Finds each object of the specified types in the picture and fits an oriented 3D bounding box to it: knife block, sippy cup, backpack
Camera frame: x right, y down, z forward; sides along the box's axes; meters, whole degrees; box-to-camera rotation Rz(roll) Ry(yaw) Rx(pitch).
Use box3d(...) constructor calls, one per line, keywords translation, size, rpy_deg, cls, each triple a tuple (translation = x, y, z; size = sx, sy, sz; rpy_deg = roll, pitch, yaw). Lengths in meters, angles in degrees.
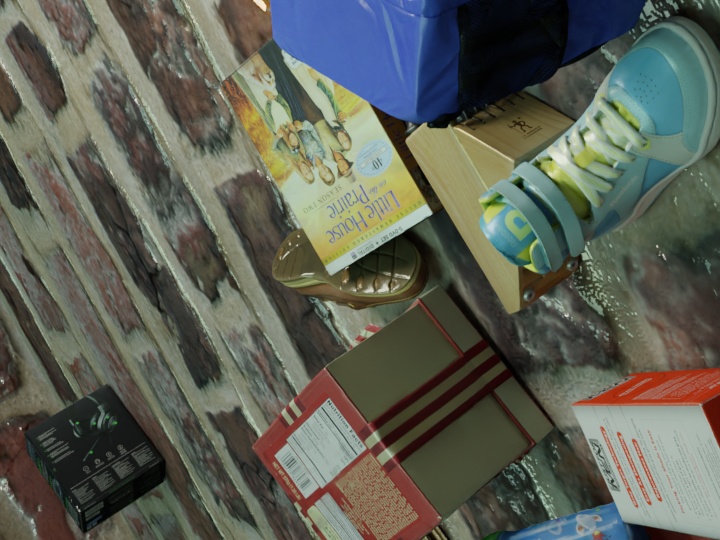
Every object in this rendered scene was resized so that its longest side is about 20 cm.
box3d(translation=(0.079, -0.091, 0.992), size=(0.175, 0.064, 0.201), rpy_deg=(37, 147, 41), cls="knife block")
box3d(translation=(0.179, 0.252, 1.066), size=(0.140, 0.130, 0.179), rpy_deg=(49, -157, -30), cls="sippy cup")
box3d(translation=(0.071, -0.189, 0.744), size=(0.162, 0.199, 0.169), rpy_deg=(41, 140, 38), cls="backpack")

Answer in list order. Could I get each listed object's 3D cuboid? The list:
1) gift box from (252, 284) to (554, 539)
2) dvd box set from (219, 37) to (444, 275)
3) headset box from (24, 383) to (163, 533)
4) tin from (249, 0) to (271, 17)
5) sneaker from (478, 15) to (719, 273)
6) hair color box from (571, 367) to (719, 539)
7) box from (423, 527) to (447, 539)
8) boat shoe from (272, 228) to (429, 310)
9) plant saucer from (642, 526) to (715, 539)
box3d(translation=(0.031, 0.141, 1.186), size=(0.185, 0.186, 0.200), rpy_deg=(54, 140, 5), cls="gift box")
box3d(translation=(-0.026, -0.111, 1.151), size=(0.146, 0.029, 0.201), rpy_deg=(-29, 91, 45), cls="dvd box set")
box3d(translation=(-0.470, 0.323, 2.342), size=(0.200, 0.173, 0.093), rpy_deg=(48, 152, 21), cls="headset box")
box3d(translation=(-0.110, -0.292, 1.131), size=(0.200, 0.042, 0.112), rpy_deg=(44, 167, 31), cls="tin")
box3d(translation=(0.142, -0.064, 0.825), size=(0.080, 0.130, 0.201), rpy_deg=(51, 154, 19), cls="sneaker")
box3d(translation=(0.226, 0.123, 0.913), size=(0.102, 0.061, 0.200), rpy_deg=(66, 164, -1), cls="hair color box")
box3d(translation=(0.069, 0.344, 1.538), size=(0.164, 0.021, 0.200), rpy_deg=(52, 154, 16), cls="box")
box3d(translation=(0.000, 0.000, 1.252), size=(0.067, 0.073, 0.199), rpy_deg=(35, 162, -35), cls="boat shoe")
box3d(translation=(0.313, 0.251, 0.964), size=(0.201, 0.037, 0.199), rpy_deg=(60, 155, -3), cls="plant saucer")
